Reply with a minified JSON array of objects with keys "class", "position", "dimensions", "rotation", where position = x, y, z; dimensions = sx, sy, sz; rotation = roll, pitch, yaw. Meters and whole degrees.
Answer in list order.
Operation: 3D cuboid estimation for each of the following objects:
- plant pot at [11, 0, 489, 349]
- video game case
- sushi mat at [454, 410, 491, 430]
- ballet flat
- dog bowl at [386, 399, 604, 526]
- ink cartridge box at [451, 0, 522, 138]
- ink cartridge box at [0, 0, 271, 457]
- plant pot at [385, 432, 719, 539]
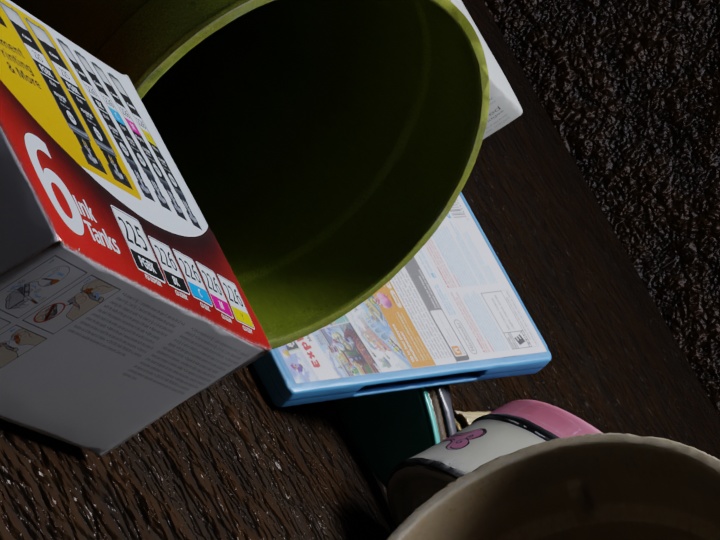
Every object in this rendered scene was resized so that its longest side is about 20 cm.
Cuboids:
[{"class":"plant pot","position":[-0.078,-0.097,1.281],"dimensions":[0.193,0.200,0.200],"rotation":[50,2,39]},{"class":"video game case","position":[0.000,0.000,1.535],"dimensions":[0.200,0.018,0.143],"rotation":[-5,59,-46]},{"class":"sushi mat","position":[0.104,0.135,1.971],"dimensions":[0.096,0.012,0.200],"rotation":[60,9,8]},{"class":"ballet flat","position":[0.006,0.033,1.579],"dimensions":[0.200,0.073,0.073],"rotation":[57,9,7]},{"class":"dog bowl","position":[0.109,0.149,1.475],"dimensions":[0.200,0.074,0.200],"rotation":[40,-21,19]},{"class":"ink cartridge box","position":[-0.013,-0.147,1.854],"dimensions":[0.145,0.145,0.200],"rotation":[62,11,23]},{"class":"ink cartridge box","position":[-0.136,-0.040,1.040],"dimensions":[0.176,0.084,0.200],"rotation":[61,10,19]},{"class":"plant pot","position":[0.114,0.207,1.300],"dimensions":[0.201,0.200,0.184],"rotation":[-110,176,-52]}]
